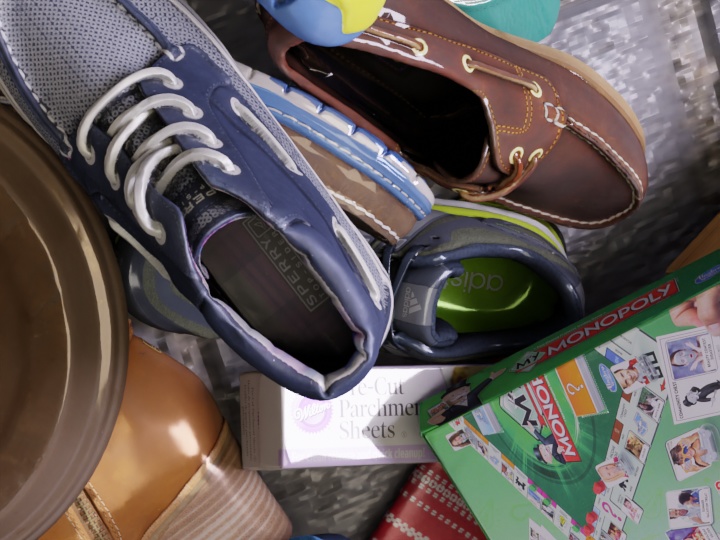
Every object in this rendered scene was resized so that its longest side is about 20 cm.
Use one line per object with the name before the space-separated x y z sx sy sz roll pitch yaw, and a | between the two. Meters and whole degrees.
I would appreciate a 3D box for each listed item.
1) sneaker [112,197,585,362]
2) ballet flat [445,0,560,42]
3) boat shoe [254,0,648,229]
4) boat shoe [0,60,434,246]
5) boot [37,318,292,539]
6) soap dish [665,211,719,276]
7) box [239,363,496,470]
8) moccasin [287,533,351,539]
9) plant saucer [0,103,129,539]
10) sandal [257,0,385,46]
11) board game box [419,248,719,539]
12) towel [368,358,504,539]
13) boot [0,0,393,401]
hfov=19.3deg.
sneaker | 0.000 0.000 0.841 0.199 0.081 0.074 0 101 -16
ballet flat | 0.016 -0.154 0.818 0.200 0.070 0.067 45 80 -22
boat shoe | 0.038 -0.061 0.827 0.200 0.071 0.070 28 130 -31
boat shoe | -0.071 -0.048 0.798 0.199 0.072 0.073 25 86 2
boot | -0.142 0.103 0.824 0.200 0.077 0.155 -39 106 0
soap dish | 0.228 -0.001 0.889 0.200 0.081 0.158 -44 112 -25
box | 0.048 0.058 0.860 0.199 0.039 0.042 1 85 -28
moccasin | 0.003 0.202 0.822 0.068 0.080 0.201 1 76 -43
plant saucer | -0.184 0.024 0.774 0.199 0.029 0.201 1 99 9
sandal | -0.066 -0.148 0.762 0.079 0.200 0.087 -17 149 -52
board game box | 0.129 0.105 0.830 0.134 0.029 0.200 -27 111 12
towel | 0.056 0.153 0.925 0.144 0.022 0.200 34 90 -21
boot | -0.062 -0.041 0.718 0.200 0.090 0.073 45 94 -4
